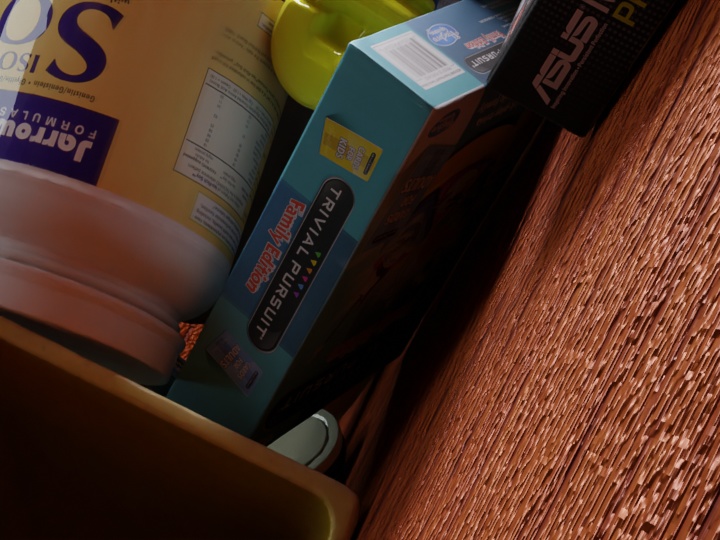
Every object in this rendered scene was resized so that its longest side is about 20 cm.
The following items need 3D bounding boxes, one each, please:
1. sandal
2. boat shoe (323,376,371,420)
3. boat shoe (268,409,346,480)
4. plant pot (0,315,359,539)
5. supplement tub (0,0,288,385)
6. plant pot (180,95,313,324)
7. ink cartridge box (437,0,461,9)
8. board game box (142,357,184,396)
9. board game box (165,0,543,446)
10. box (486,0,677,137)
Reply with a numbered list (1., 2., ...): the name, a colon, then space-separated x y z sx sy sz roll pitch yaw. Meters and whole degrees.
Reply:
1. sandal: 0.036 -0.148 0.806 0.200 0.079 0.087 -51 -19 -2
2. boat shoe: 0.000 0.000 0.965 0.201 0.072 0.065 -58 0 -23
3. boat shoe: -0.083 0.134 0.917 0.199 0.066 0.075 -28 32 16
4. plant pot: -0.136 0.164 0.785 0.196 0.193 0.200 -64 -1 -21
5. supplement tub: -0.113 -0.063 0.808 0.145 0.145 0.201 131 157 -76
6. plant pot: -0.066 -0.098 0.971 0.173 0.200 0.200 -32 16 23
7. ink cartridge box: 0.075 -0.217 0.874 0.201 0.147 0.086 -61 4 33
8. board game box: -0.179 0.112 0.972 0.200 0.151 0.047 -41 42 1
9. board game box: 0.008 -0.022 0.785 0.151 0.047 0.201 -30 -26 -54
10. box: 0.120 -0.169 0.667 0.160 0.044 0.200 -61 3 47
